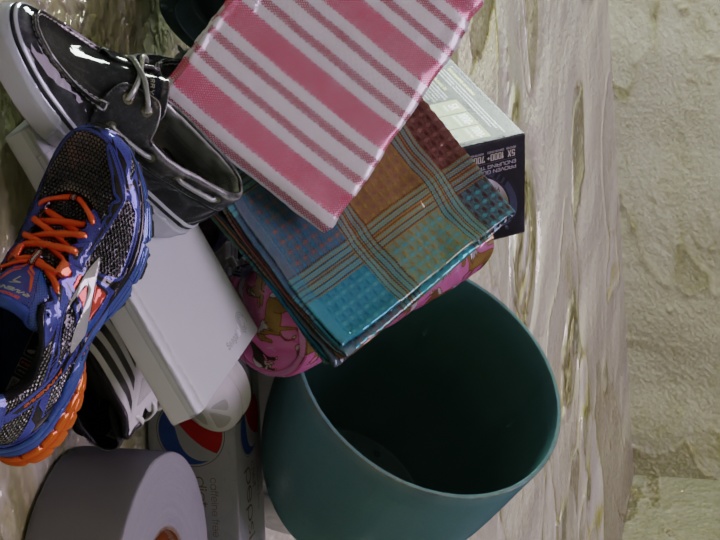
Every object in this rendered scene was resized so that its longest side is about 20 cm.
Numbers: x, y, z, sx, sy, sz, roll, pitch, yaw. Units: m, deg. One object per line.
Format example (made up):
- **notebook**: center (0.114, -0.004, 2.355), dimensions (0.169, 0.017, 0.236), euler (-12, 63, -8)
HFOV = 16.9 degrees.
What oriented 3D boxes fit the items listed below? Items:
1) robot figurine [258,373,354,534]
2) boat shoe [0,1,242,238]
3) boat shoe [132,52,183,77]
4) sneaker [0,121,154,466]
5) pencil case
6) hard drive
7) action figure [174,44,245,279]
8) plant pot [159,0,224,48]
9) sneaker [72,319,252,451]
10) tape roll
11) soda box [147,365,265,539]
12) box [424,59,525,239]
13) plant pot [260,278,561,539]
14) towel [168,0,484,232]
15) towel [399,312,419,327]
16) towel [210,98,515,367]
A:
- **robot figurine**: center (-0.046, 0.120, 1.890), dimensions (0.169, 0.112, 0.202), euler (-145, -128, -64)
- **boat shoe**: center (-0.142, -0.098, 1.435), dimensions (0.200, 0.071, 0.073), euler (44, 31, -42)
- **boat shoe**: center (-0.086, -0.111, 1.595), dimensions (0.200, 0.068, 0.072), euler (21, 41, -58)
- **sneaker**: center (-0.176, 0.012, 1.370), dimensions (0.078, 0.075, 0.202), euler (28, 77, -67)
- **pencil case**: center (0.000, 0.000, 1.637), dimensions (0.199, 0.083, 0.087), euler (-26, 81, -37)
- **hard drive**: center (-0.138, -0.020, 1.495), dimensions (0.201, 0.026, 0.132), euler (60, 23, -13)
- **action figure**: center (-0.097, -0.067, 1.695), dimensions (0.130, 0.069, 0.202), euler (-7, 83, -59)
- **plant pot**: center (-0.059, -0.212, 1.654), dimensions (0.135, 0.199, 0.201), euler (-65, 158, -21)
- **sneaker**: center (-0.144, 0.078, 1.581), dimensions (0.201, 0.075, 0.116), euler (54, 47, -48)
- **tape roll**: center (-0.157, 0.215, 1.556), dimensions (0.200, 0.066, 0.202), euler (3, 90, -77)
- **soda box**: center (-0.109, 0.135, 1.728), dimensions (0.064, 0.067, 0.202), euler (-52, 142, -67)
- **box**: center (0.009, -0.091, 1.803), dimensions (0.200, 0.162, 0.087), euler (-129, -149, -52)
- **plant pot**: center (0.019, 0.118, 1.720), dimensions (0.161, 0.199, 0.201), euler (122, -11, -45)
- **towel**: center (-0.024, -0.144, 1.556), dimensions (0.201, 0.146, 0.030), euler (-56, -162, -14)
- **towel**: center (0.010, -0.034, 1.844), dimensions (0.201, 0.085, 0.018), euler (-85, -164, -54)
- **towel**: center (0.001, -0.044, 1.596), dimensions (0.200, 0.147, 0.022), euler (-38, 178, -39)
